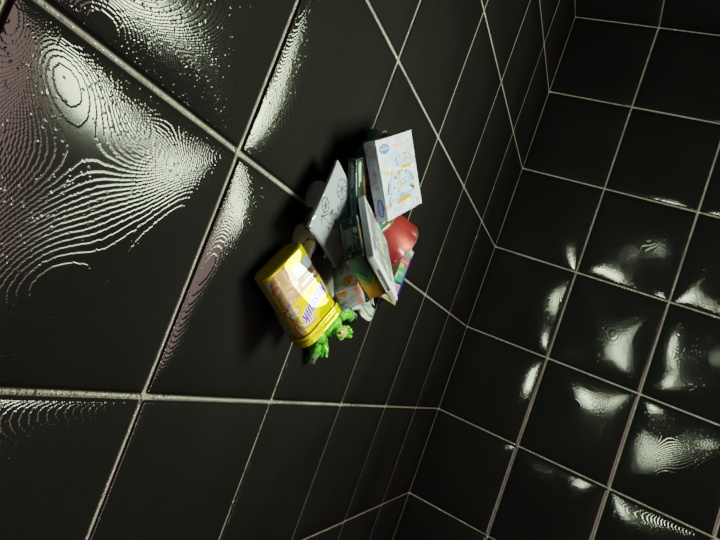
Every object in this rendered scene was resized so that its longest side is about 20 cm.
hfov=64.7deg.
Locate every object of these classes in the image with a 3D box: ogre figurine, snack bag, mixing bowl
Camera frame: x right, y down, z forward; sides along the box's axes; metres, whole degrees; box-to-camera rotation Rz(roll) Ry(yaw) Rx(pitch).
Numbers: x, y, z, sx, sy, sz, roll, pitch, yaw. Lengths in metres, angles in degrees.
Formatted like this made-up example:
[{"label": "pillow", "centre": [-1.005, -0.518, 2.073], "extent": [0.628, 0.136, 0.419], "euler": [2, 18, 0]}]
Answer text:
[{"label": "ogre figurine", "centre": [-0.086, 0.176, 1.651], "extent": [0.196, 0.099, 0.121], "euler": [-26, 152, -12]}, {"label": "snack bag", "centre": [-0.062, -0.133, 1.405], "extent": [0.204, 0.021, 0.190], "euler": [-69, 151, -25]}, {"label": "mixing bowl", "centre": [0.061, -0.107, 1.688], "extent": [0.109, 0.197, 0.202], "euler": [50, 58, -27]}]

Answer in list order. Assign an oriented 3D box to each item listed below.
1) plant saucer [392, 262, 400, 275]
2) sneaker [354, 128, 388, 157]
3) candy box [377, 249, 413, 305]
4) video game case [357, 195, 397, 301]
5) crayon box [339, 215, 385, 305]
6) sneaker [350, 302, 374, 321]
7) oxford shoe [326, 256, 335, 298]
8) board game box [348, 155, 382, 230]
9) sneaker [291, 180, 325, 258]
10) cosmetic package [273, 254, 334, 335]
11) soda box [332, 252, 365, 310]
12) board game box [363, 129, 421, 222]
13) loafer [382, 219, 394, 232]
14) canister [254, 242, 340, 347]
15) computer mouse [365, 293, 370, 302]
[{"label": "plant saucer", "centre": [0.066, -0.027, 1.779], "extent": [0.036, 0.199, 0.206], "euler": [23, 85, -23]}, {"label": "sneaker", "centre": [0.018, -0.284, 1.554], "extent": [0.071, 0.078, 0.206], "euler": [16, 89, -56]}, {"label": "candy box", "centre": [0.101, 0.000, 1.937], "extent": [0.205, 0.075, 0.169], "euler": [-68, 159, -4]}, {"label": "video game case", "centre": [0.043, -0.054, 1.417], "extent": [0.183, 0.023, 0.204], "euler": [60, 16, -48]}, {"label": "crayon box", "centre": [0.013, -0.022, 1.414], "extent": [0.201, 0.050, 0.128], "euler": [59, 16, -50]}, {"label": "sneaker", "centre": [0.012, 0.093, 1.771], "extent": [0.086, 0.078, 0.200], "euler": [-44, 151, 3]}, {"label": "oxford shoe", "centre": [-0.056, 0.032, 1.624], "extent": [0.073, 0.083, 0.205], "euler": [-41, 144, -49]}, {"label": "board game box", "centre": [0.014, -0.193, 1.476], "extent": [0.134, 0.028, 0.207], "euler": [-24, 118, -54]}, {"label": "sneaker", "centre": [-0.103, -0.113, 1.429], "extent": [0.114, 0.073, 0.206], "euler": [18, 87, -63]}, {"label": "cosmetic package", "centre": [-0.136, 0.071, 1.492], "extent": [0.202, 0.070, 0.103], "euler": [-58, 150, -28]}, {"label": "soda box", "centre": [-0.032, 0.007, 1.459], "extent": [0.202, 0.067, 0.065], "euler": [-95, 165, -53]}, {"label": "board game box", "centre": [0.089, -0.253, 1.501], "extent": [0.199, 0.040, 0.206], "euler": [-31, 115, -53]}, {"label": "loafer", "centre": [0.075, -0.187, 1.608], "extent": [0.201, 0.074, 0.070], "euler": [-51, 147, -21]}, {"label": "canister", "centre": [-0.148, 0.056, 1.351], "extent": [0.149, 0.085, 0.203], "euler": [-47, 120, -32]}, {"label": "computer mouse", "centre": [0.000, 0.000, 1.584], "extent": [0.139, 0.045, 0.206], "euler": [-21, 126, -55]}]
